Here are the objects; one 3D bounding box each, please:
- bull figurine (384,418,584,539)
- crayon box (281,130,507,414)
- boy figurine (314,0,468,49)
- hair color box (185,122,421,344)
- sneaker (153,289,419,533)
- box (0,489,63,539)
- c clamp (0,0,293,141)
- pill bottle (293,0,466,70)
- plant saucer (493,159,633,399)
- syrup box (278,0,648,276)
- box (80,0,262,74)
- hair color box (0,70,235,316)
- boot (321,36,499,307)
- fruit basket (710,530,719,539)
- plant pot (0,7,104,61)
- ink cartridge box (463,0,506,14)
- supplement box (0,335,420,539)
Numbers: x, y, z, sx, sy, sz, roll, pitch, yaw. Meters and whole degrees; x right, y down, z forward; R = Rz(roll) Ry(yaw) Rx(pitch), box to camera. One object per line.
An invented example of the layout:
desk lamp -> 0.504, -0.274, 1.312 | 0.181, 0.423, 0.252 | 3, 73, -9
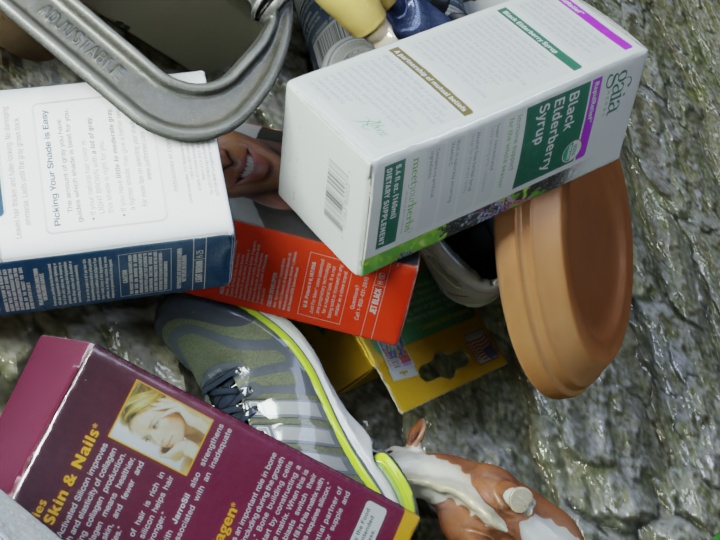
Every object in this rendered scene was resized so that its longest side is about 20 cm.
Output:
bull figurine -> 0.094, 0.165, 0.867 | 0.200, 0.121, 0.065 | 36, 86, -15
crayon box -> 0.000, 0.000, 0.947 | 0.125, 0.052, 0.201 | -18, 75, -50
boy figurine -> -0.016, -0.173, 0.852 | 0.199, 0.064, 0.125 | 17, 33, -45
hair color box -> -0.063, -0.032, 0.821 | 0.199, 0.061, 0.102 | 13, 37, 0
sneaker -> -0.051, 0.095, 0.815 | 0.200, 0.074, 0.081 | 49, 44, -2
box -> -0.160, 0.185, 0.586 | 0.200, 0.132, 0.115 | 42, 41, -14
c clamp -> -0.108, -0.167, 0.734 | 0.200, 0.027, 0.171 | 45, 60, -1
pill bottle -> 0.009, -0.209, 1.054 | 0.119, 0.119, 0.201 | 6, 59, -42
plant saucer -> 0.137, -0.018, 0.918 | 0.200, 0.037, 0.201 | 16, 72, -62
syrup box -> 0.058, -0.082, 0.789 | 0.199, 0.079, 0.081 | -23, 51, -29
box -> -0.120, -0.189, 0.880 | 0.200, 0.068, 0.083 | 27, 45, -71
hair color box -> -0.169, -0.035, 0.721 | 0.199, 0.061, 0.100 | -7, 63, -12
boot -> 0.041, -0.072, 0.912 | 0.073, 0.096, 0.201 | -32, 86, -7
fruit basket -> 0.244, 0.281, 0.903 | 0.215, 0.155, 0.216 | 40, 27, -26
plant pot -> -0.232, -0.204, 0.801 | 0.201, 0.092, 0.202 | -19, 90, -77
ink cartridge box -> 0.111, -0.222, 1.161 | 0.147, 0.085, 0.201 | 33, 36, -58
supplement box -> -0.086, 0.125, 0.708 | 0.200, 0.086, 0.111 | 31, 77, -24
